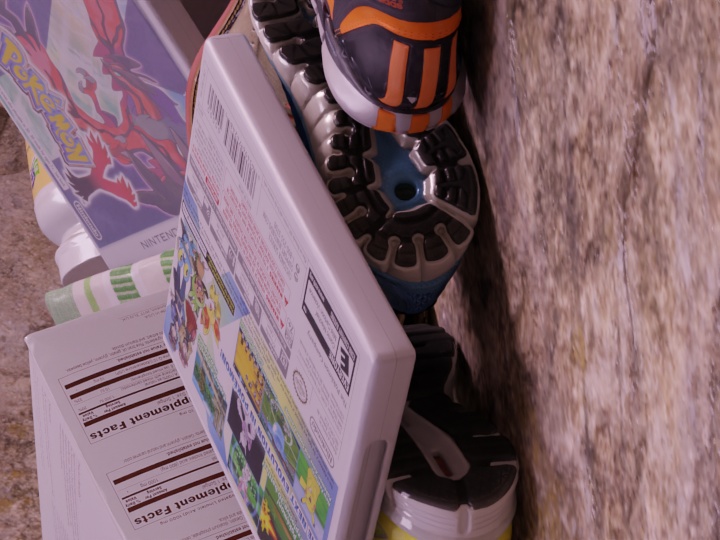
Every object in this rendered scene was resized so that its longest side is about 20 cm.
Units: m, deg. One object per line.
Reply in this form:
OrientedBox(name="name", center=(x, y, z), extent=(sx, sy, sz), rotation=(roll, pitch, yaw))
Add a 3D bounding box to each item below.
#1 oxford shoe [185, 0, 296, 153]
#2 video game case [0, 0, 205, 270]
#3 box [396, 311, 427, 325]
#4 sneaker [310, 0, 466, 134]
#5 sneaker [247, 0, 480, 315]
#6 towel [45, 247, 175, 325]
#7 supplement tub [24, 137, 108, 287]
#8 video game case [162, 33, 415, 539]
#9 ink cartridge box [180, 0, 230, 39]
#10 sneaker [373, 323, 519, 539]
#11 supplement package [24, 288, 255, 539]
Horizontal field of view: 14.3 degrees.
OrientedBox(name="oxford shoe", center=(-0.035, -0.091, 1.357), extent=(0.075, 0.070, 0.201), rotation=(56, 143, 45))
OrientedBox(name="video game case", center=(-0.135, -0.094, 1.560), extent=(0.182, 0.023, 0.201), rotation=(-19, 106, 54))
OrientedBox(name="box", center=(0.000, 0.000, 1.437), extent=(0.164, 0.021, 0.201), rotation=(92, 166, -48))
OrientedBox(name="sneaker", center=(0.003, -0.163, 1.169), extent=(0.112, 0.077, 0.201), rotation=(101, 150, -51))
OrientedBox(name="sneaker", center=(-0.003, -0.067, 1.236), extent=(0.090, 0.078, 0.201), rotation=(92, 168, -60))
OrientedBox(name="towel", center=(-0.086, 0.059, 1.593), extent=(0.200, 0.023, 0.153), rotation=(-18, 102, 51))
OrientedBox(name="supplement tub", center=(-0.158, -0.095, 1.948), extent=(0.145, 0.145, 0.201), rotation=(112, 150, -72))
OrientedBox(name="video game case", center=(-0.035, 0.031, 1.216), extent=(0.183, 0.022, 0.200), rotation=(102, 150, -42))
OrientedBox(name="ink cartridge box", center=(-0.116, -0.200, 1.602), extent=(0.201, 0.146, 0.086), rotation=(92, 168, -45))
OrientedBox(name="sneaker", center=(0.016, 0.089, 1.243), extent=(0.200, 0.078, 0.091), rotation=(-117, 19, -63))
OrientedBox(name="supplement package", center=(-0.059, 0.140, 1.403), extent=(0.192, 0.146, 0.200), rotation=(92, 153, -49))
